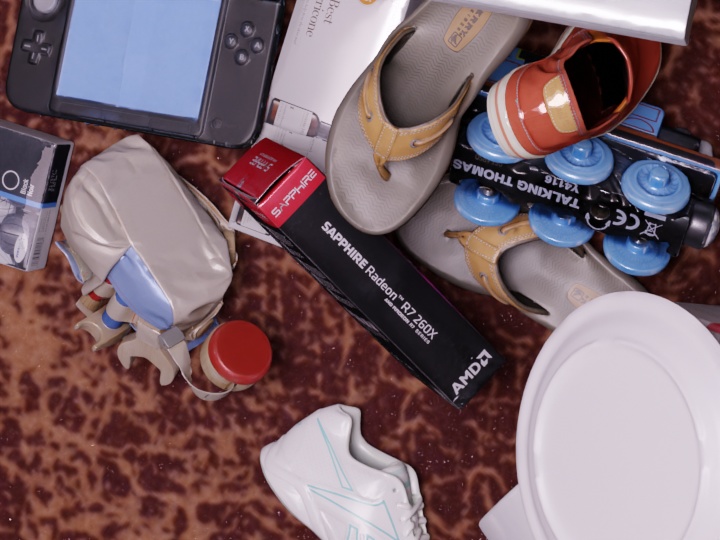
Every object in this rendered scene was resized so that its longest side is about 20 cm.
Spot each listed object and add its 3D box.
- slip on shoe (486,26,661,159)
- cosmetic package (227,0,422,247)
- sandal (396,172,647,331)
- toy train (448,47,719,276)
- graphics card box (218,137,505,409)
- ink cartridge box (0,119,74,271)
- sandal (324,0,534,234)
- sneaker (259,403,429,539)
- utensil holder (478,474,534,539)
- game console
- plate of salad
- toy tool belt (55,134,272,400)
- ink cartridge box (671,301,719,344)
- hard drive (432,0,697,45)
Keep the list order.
[{"bbox_3d":[0.148,-0.120,1.429,0.061,0.200,0.075,-15,100,34],"label":"slip on shoe"},{"bbox_3d":[-0.022,-0.113,1.597,0.082,0.051,0.202,19,100,13],"label":"cosmetic package"},{"bbox_3d":[0.112,0.000,1.555,0.199,0.055,0.082,36,103,11],"label":"sandal"},{"bbox_3d":[0.147,-0.074,1.514,0.198,0.115,0.087,18,136,7],"label":"toy train"},{"bbox_3d":[0.000,0.000,1.522,0.051,0.125,0.200,-45,106,-4],"label":"graphics card box"},{"bbox_3d":[-0.317,-0.075,1.696,0.198,0.039,0.100,17,100,16],"label":"ink cartridge box"},{"bbox_3d":[0.038,-0.107,1.394,0.082,0.055,0.200,40,116,4],"label":"sandal"},{"bbox_3d":[0.016,0.182,1.601,0.080,0.070,0.201,-40,82,13],"label":"sneaker"},{"bbox_3d":[0.199,0.194,1.496,0.170,0.170,0.200,-41,81,16],"label":"utensil holder"},{"bbox_3d":[-0.162,-0.186,1.564,0.198,0.119,0.174,11,89,19],"label":"game console"},{"bbox_3d":[0.168,0.113,1.372,0.199,0.048,0.202,-2,88,51],"label":"plate of salad"},{"bbox_3d":[-0.144,0.013,1.625,0.201,0.124,0.123,55,148,7],"label":"toy tool belt"},{"bbox_3d":[0.291,0.077,1.419,0.198,0.147,0.086,6,98,-27],"label":"ink cartridge box"},{"bbox_3d":[0.107,-0.214,1.340,0.198,0.027,0.133,12,86,13],"label":"hard drive"}]
